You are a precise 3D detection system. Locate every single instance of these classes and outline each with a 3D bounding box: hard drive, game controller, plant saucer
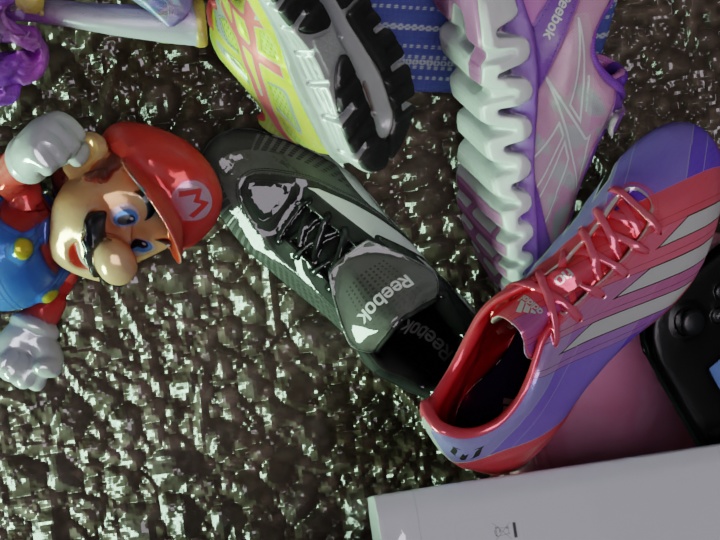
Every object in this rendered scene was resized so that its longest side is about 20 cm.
[{"bbox_3d":[0.110,0.158,0.693,0.198,0.027,0.133,-7,80,-11],"label":"hard drive"},{"bbox_3d":[0.222,0.074,0.760,0.104,0.042,0.201,-34,107,-5],"label":"game controller"},{"bbox_3d":[0.169,0.076,0.796,0.199,0.051,0.202,-2,101,-12],"label":"plant saucer"}]

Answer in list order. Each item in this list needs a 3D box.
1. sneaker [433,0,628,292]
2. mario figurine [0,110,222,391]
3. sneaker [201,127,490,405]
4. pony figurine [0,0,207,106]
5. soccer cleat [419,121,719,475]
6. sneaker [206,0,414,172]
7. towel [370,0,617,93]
[{"bbox_3d":[0.094,-0.069,0.739,0.088,0.081,0.201,-16,122,-13],"label":"sneaker"},{"bbox_3d":[-0.161,-0.005,0.719,0.199,0.123,0.107,-21,80,2],"label":"mario figurine"},{"bbox_3d":[0.000,0.000,0.751,0.200,0.091,0.067,43,91,-11],"label":"sneaker"},{"bbox_3d":[-0.171,-0.132,0.663,0.198,0.193,0.168,-4,117,-8],"label":"pony figurine"},{"bbox_3d":[0.102,0.010,0.698,0.067,0.076,0.201,39,93,32],"label":"soccer cleat"},{"bbox_3d":[-0.045,-0.133,0.697,0.078,0.090,0.201,-47,134,-35],"label":"sneaker"},{"bbox_3d":[0.064,-0.171,0.715,0.143,0.024,0.201,1,135,-8],"label":"towel"}]
